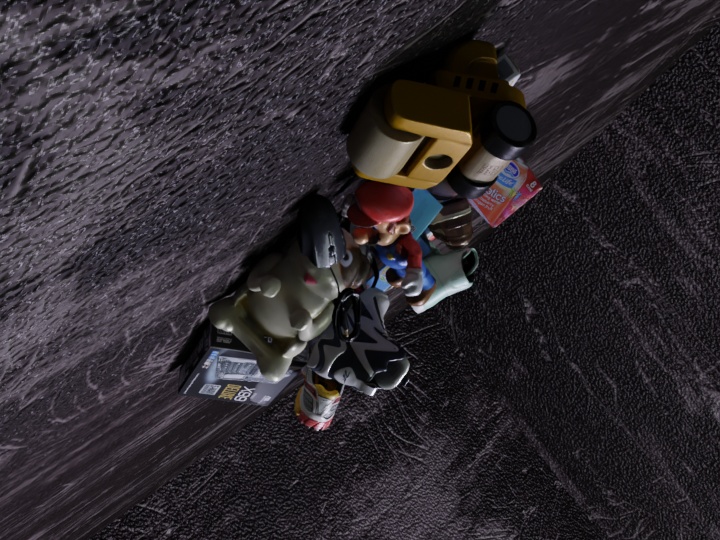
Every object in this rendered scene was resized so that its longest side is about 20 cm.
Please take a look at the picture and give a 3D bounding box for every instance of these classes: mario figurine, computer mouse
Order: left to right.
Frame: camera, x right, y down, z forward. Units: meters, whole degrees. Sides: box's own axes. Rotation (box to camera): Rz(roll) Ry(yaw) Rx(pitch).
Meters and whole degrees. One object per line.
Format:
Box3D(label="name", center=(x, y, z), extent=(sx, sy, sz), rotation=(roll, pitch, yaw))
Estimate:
Box3D(label="computer mouse", center=(-0.033, 0.001, 1.137), extent=(0.058, 0.203, 0.034), rotation=(-27, -156, -22))
Box3D(label="mario figurine", center=(0.029, -0.032, 1.196), extent=(0.107, 0.122, 0.201), rotation=(-66, 146, -33))

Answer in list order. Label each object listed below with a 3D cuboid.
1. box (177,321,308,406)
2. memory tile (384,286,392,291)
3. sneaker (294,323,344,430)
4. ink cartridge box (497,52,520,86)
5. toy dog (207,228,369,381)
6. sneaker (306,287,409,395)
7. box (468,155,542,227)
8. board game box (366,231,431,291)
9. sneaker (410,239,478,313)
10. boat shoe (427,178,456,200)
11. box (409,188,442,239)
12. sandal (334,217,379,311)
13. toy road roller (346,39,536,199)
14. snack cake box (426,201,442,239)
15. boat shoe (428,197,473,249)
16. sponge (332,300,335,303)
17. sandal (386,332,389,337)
Box3D(label="box", center=(-0.186, 0.148, 1.414), extent=(0.155, 0.051, 0.200), rotation=(12, 148, -22))
Box3D(label="memory tile", center=(0.009, 0.008, 1.579), extent=(0.198, 0.017, 0.154), rotation=(-28, -156, 36))
Box3D(label="sneaker", center=(-0.049, 0.147, 1.387), extent=(0.202, 0.077, 0.083), rotation=(-90, -156, -51))
Box3D(label="ink cartridge box", center=(0.104, -0.181, 1.213), extent=(0.199, 0.044, 0.198), rotation=(-39, 174, -19))
Box3D(label="toy dog", center=(-0.075, 0.026, 1.232), extent=(0.200, 0.140, 0.193), rotation=(-45, 171, 32))
Box3D(label="sneaker", center=(0.024, 0.109, 1.276), extent=(0.080, 0.129, 0.199), rotation=(-63, 168, 28))
Box3D(label="box", center=(0.187, -0.150, 1.357), extent=(0.095, 0.100, 0.200), rotation=(-38, -165, 6))
Box3D(label="board game box", center=(0.043, -0.035, 1.519), extent=(0.151, 0.037, 0.201), rotation=(-41, -160, 14))
Box3D(label="sneaker", center=(0.139, -0.008, 1.460), extent=(0.117, 0.074, 0.201), rotation=(-24, -158, 17))
Box3D(label="boat shoe", center=(0.118, -0.134, 1.473), extent=(0.062, 0.073, 0.200), rotation=(-45, 176, 20))
Box3D(label="box", center=(0.062, -0.081, 1.363), extent=(0.083, 0.049, 0.200), rotation=(-50, -172, -2))
Box3D(label="sandal", center=(0.000, 0.000, 1.354), extent=(0.075, 0.044, 0.204), rotation=(-28, 128, -52))
Box3D(label="toy road roller", center=(0.086, -0.175, 0.988), extent=(0.196, 0.149, 0.123), rotation=(6, 155, -19))
Box3D(label="snack cake box", center=(0.085, -0.067, 1.732), extent=(0.199, 0.067, 0.115), rotation=(-35, 170, -29))
Box3D(label="boat shoe", center=(0.135, -0.067, 1.403), extent=(0.073, 0.076, 0.202), rotation=(-18, -176, 3))
Box3D(label="sponge", center=(-0.083, 0.076, 1.449), extent=(0.111, 0.030, 0.200), rotation=(-36, 174, -43))
Box3D(label="sandal", center=(0.013, 0.118, 1.405), extent=(0.079, 0.058, 0.202), rotation=(-32, -160, 17))
